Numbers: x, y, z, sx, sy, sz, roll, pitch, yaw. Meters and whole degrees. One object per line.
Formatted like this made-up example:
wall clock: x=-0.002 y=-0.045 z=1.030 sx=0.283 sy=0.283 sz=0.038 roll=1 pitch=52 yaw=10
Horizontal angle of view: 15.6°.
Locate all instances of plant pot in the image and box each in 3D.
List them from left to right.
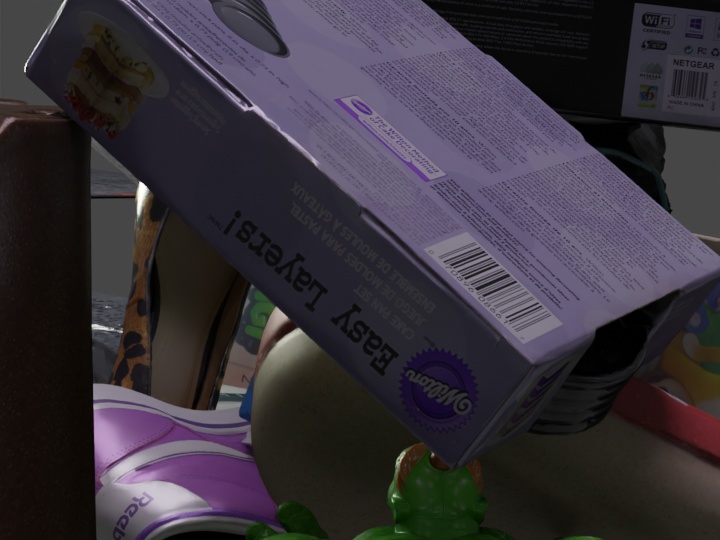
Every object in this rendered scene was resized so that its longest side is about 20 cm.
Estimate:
plant pot: x=-0.167 y=0.040 z=0.849 sx=0.200 sy=0.198 sz=0.200 roll=5 pitch=5 yaw=0

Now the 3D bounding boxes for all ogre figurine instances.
ogre figurine: x=0.025 y=0.111 z=0.857 sx=0.200 sy=0.098 sz=0.120 roll=20 pitch=-13 yaw=-1

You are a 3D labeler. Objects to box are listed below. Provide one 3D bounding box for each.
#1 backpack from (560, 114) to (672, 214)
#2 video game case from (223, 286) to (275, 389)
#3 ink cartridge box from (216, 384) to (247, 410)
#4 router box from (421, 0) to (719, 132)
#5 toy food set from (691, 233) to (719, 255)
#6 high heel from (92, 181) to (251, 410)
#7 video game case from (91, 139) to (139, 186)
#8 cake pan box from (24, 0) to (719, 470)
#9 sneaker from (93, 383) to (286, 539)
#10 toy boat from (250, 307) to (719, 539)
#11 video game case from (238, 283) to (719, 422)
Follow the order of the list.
backpack: x=0.051 y=0.017 z=1.194 sx=0.176 sy=0.200 sz=0.153 roll=4 pitch=14 yaw=4
video game case: x=0.000 y=0.000 z=1.311 sx=0.182 sy=0.200 sz=0.024 roll=17 pitch=35 yaw=4
ink cartridge box: x=-0.090 y=0.076 z=1.329 sx=0.200 sy=0.045 sz=0.176 roll=9 pitch=8 yaw=34
router box: x=0.064 y=-0.091 z=1.053 sx=0.200 sy=0.052 sz=0.157 roll=7 pitch=5 yaw=0
toy food set: x=0.160 y=0.049 z=1.297 sx=0.060 sy=0.144 sz=0.200 roll=1 pitch=6 yaw=-29
high heel: x=-0.064 y=0.016 z=1.169 sx=0.071 sy=0.200 sz=0.143 roll=24 pitch=19 yaw=-31
video game case: x=-0.017 y=-0.046 z=1.380 sx=0.200 sy=0.023 sz=0.182 roll=-6 pitch=-31 yaw=32
cake pan box: x=0.015 y=-0.030 z=0.866 sx=0.200 sy=0.052 sz=0.184 roll=41 pitch=26 yaw=13
sneaker: x=-0.034 y=0.106 z=1.050 sx=0.200 sy=0.073 sz=0.114 roll=6 pitch=22 yaw=-47
toy boat: x=0.056 y=0.047 z=0.971 sx=0.200 sy=0.131 sz=0.131 roll=27 pitch=-40 yaw=-27
video game case: x=0.065 y=0.033 z=1.078 sx=0.200 sy=0.143 sz=0.018 roll=25 pitch=-10 yaw=-16
